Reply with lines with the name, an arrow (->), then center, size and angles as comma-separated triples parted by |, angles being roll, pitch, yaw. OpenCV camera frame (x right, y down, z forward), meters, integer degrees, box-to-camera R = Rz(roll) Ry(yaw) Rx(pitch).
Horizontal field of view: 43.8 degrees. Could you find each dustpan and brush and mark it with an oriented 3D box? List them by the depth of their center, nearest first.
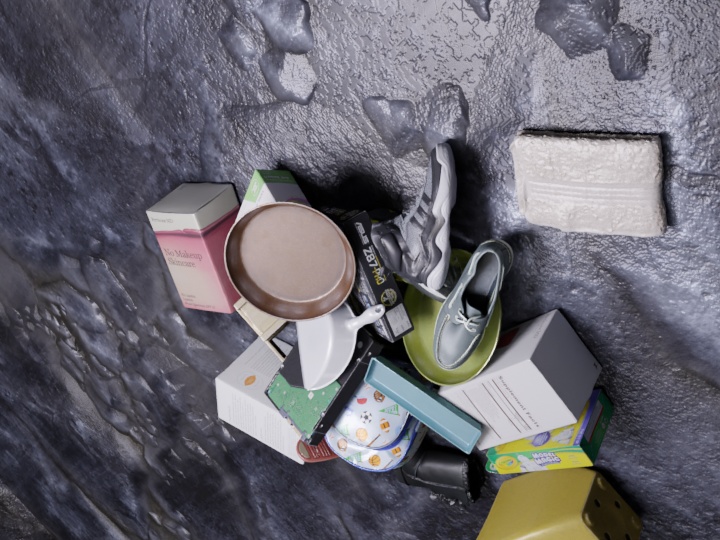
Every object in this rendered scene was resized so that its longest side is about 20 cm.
dustpan and brush -> -0.030, 0.090, 1.363 | 0.200, 0.056, 0.142 | -40, 53, 54

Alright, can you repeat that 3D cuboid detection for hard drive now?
hard drive -> -0.061, 0.160, 1.442 | 0.139, 0.038, 0.202 | 41, 101, 42

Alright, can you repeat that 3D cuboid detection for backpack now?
backpack -> 0.031, 0.233, 1.482 | 0.197, 0.153, 0.194 | 20, 96, 25

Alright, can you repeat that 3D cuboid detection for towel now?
towel -> 0.288, -0.112, 1.143 | 0.197, 0.034, 0.134 | 7, 126, 34

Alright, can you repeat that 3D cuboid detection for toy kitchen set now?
toy kitchen set -> -0.096, 0.066, 1.553 | 0.164, 0.180, 0.200 | 48, 177, 1

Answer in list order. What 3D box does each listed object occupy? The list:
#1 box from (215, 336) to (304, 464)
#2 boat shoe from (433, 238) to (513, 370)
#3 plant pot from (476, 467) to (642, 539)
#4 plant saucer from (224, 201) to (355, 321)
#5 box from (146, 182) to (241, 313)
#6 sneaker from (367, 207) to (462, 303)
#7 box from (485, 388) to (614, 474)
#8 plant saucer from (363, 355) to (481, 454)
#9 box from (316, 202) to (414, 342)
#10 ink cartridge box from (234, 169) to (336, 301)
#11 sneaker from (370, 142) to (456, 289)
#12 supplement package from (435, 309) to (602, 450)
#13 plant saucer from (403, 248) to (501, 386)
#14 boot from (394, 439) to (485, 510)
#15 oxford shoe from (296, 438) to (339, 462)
box -> -0.145, 0.232, 1.657 | 0.198, 0.152, 0.108 | 24, 134, 23
boat shoe -> 0.149, 0.051, 1.242 | 0.072, 0.062, 0.203 | 28, 104, 12
plant pot -> 0.328, 0.427, 1.418 | 0.195, 0.196, 0.200 | 47, 128, -3
plant saucer -> -0.102, -0.017, 1.319 | 0.196, 0.035, 0.203 | 4, 122, 6
box -> -0.270, -0.041, 1.579 | 0.126, 0.109, 0.203 | 5, 125, 36
sneaker -> 0.080, -0.013, 1.351 | 0.200, 0.074, 0.085 | 45, 153, 29
box -> 0.277, 0.247, 1.363 | 0.198, 0.118, 0.049 | -22, 114, 45
plant saucer -> 0.095, 0.201, 1.365 | 0.199, 0.019, 0.070 | 34, 142, 13
box -> 0.000, 0.000, 1.385 | 0.203, 0.049, 0.161 | 66, 163, -16
ink cartridge box -> -0.120, -0.052, 1.398 | 0.201, 0.066, 0.118 | 57, 133, 38
sneaker -> 0.073, -0.078, 1.250 | 0.112, 0.075, 0.204 | 6, 98, 11
supplement package -> 0.234, 0.165, 1.331 | 0.120, 0.121, 0.199 | 50, 137, -9
plant saucer -> 0.140, 0.070, 1.336 | 0.198, 0.031, 0.204 | -7, 81, 47
boot -> 0.126, 0.330, 1.578 | 0.160, 0.074, 0.200 | 9, 133, 36
oxford shoe -> -0.032, 0.299, 1.592 | 0.071, 0.197, 0.075 | 60, 146, 21
